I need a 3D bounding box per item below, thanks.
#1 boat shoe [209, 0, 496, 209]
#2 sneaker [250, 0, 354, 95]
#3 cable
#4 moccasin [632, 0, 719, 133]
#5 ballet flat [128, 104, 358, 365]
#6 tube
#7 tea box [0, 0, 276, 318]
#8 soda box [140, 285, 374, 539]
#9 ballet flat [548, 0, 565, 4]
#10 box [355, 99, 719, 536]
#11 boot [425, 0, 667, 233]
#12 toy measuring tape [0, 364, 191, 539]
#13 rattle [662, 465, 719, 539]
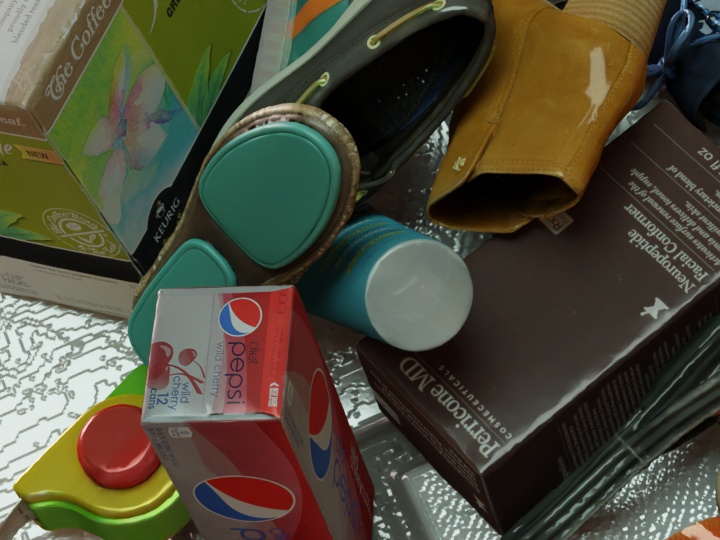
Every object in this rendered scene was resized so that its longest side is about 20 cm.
[{"bbox_3d":[-0.011,-0.067,1.303,0.201,0.072,0.061,-49,26,18],"label":"boat shoe"},{"bbox_3d":[-0.001,-0.147,1.359,0.080,0.071,0.200,13,105,33],"label":"sneaker"},{"bbox_3d":[0.145,0.079,1.251,0.050,0.097,0.200,43,84,-7],"label":"cable"},{"bbox_3d":[0.182,-0.103,1.342,0.200,0.081,0.068,30,55,20],"label":"moccasin"},{"bbox_3d":[-0.045,-0.022,1.248,0.071,0.200,0.065,50,48,5],"label":"ballet flat"},{"bbox_3d":[0.000,0.000,1.301,0.077,0.050,0.200,-31,13,-11],"label":"tube"},{"bbox_3d":[-0.135,-0.112,1.357,0.134,0.197,0.200,11,63,29],"label":"tea box"},{"bbox_3d":[-0.042,0.085,1.223,0.063,0.200,0.070,-2,60,11],"label":"soda box"},{"bbox_3d":[0.069,-0.166,1.440,0.200,0.071,0.065,11,90,21],"label":"ballet flat"},{"bbox_3d":[0.107,0.021,1.304,0.200,0.075,0.100,-40,59,-10],"label":"box"},{"bbox_3d":[0.061,-0.083,1.334,0.201,0.071,0.144,-6,50,55],"label":"boot"},{"bbox_3d":[-0.134,0.123,1.300,0.074,0.074,0.200,36,73,28],"label":"toy measuring tape"},{"bbox_3d":[0.213,0.081,1.209,0.200,0.143,0.130,-18,72,-5],"label":"rattle"}]
